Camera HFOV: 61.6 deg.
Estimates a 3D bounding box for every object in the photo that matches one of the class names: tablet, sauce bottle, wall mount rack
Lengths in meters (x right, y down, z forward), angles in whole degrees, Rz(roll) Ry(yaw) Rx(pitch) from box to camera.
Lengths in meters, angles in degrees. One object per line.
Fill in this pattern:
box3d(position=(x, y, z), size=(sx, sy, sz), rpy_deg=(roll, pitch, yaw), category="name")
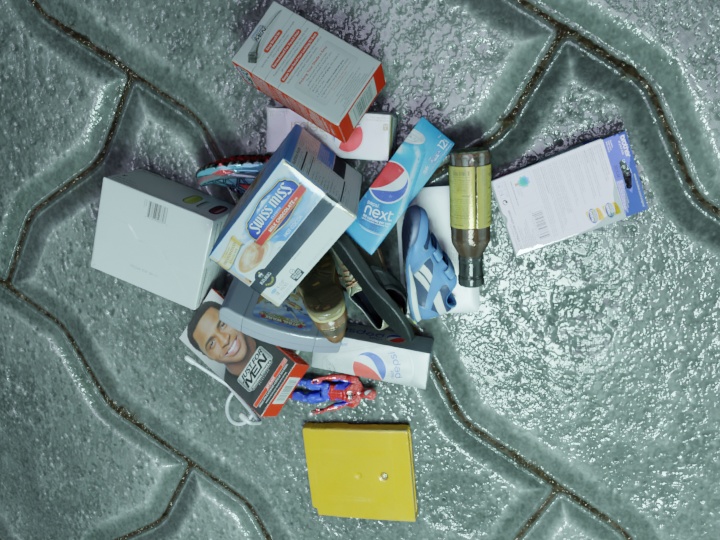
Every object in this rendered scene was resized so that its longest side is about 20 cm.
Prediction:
box3d(position=(0.122, -0.031, 0.961), size=(0.126, 0.014, 0.206), rpy_deg=(-1, 104, 14), category="tablet")
box3d(position=(0.162, -0.077, 0.897), size=(0.063, 0.065, 0.206), rpy_deg=(2, 107, 13), category="sauce bottle")
box3d(position=(-0.199, 0.159, 1.038), size=(0.173, 0.074, 0.202), rpy_deg=(38, 92, 25), category="wall mount rack")

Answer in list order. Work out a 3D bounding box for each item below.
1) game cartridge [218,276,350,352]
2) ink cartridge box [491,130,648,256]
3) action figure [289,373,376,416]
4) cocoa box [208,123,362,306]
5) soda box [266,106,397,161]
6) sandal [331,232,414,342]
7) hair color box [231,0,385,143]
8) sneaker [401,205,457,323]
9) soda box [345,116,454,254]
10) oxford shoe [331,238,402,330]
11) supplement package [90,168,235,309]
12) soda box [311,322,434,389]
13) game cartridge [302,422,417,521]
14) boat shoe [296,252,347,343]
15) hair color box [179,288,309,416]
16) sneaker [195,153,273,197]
box3d(position=(-0.117, 0.061, 0.963), size=(0.195, 0.134, 0.042), rpy_deg=(16, 125, -3), category="game cartridge")
box3d(position=(0.301, -0.111, 0.883), size=(0.196, 0.042, 0.122), rpy_deg=(-20, 99, 20), category="ink cartridge box")
box3d(position=(-0.067, 0.212, 1.054), size=(0.194, 0.052, 0.067), rpy_deg=(-1, 99, 12), category="action figure")
box3d(position=(-0.108, -0.081, 0.886), size=(0.130, 0.135, 0.200), rpy_deg=(35, 119, -18), category="cocoa box")
box3d(position=(-0.043, -0.211, 0.926), size=(0.194, 0.064, 0.070), rpy_deg=(6, 106, 11), category="soda box")
box3d(position=(0.029, 0.017, 0.898), size=(0.048, 0.075, 0.202), rpy_deg=(-37, 97, -15), category="sandal")
box3d(position=(-0.074, -0.287, 0.874), size=(0.198, 0.064, 0.112), rpy_deg=(34, 84, 14), category="hair color box")
box3d(position=(0.104, -0.012, 0.909), size=(0.080, 0.075, 0.204), rpy_deg=(-6, 129, 4), category="sneaker")
box3d(position=(0.055, -0.124, 0.902), size=(0.064, 0.068, 0.202), rpy_deg=(37, 97, 0), category="soda box")
box3d(position=(0.000, 0.000, 0.959), size=(0.070, 0.074, 0.202), rpy_deg=(-34, 94, 37), category="oxford shoe")
box3d(position=(-0.323, -0.057, 1.008), size=(0.195, 0.111, 0.159), rpy_deg=(21, 109, 6), category="supplement package")
box3d(position=(0.021, 0.136, 1.000), size=(0.194, 0.068, 0.065), rpy_deg=(9, 107, 10), category="soda box")
box3d(position=(0.000, 0.360, 1.086), size=(0.194, 0.032, 0.181), rpy_deg=(-2, 104, 16), category="game cartridge")
box3d(position=(-0.060, 0.038, 0.934), size=(0.070, 0.201, 0.069), rpy_deg=(-17, 120, -4), category="boat shoe")
box3d(position=(-0.188, 0.131, 0.972), size=(0.198, 0.061, 0.103), rpy_deg=(36, 91, 22), category="hair color box")
box3d(position=(-0.173, -0.134, 0.970), size=(0.194, 0.079, 0.098), rpy_deg=(0, 107, 14), category="sneaker")
